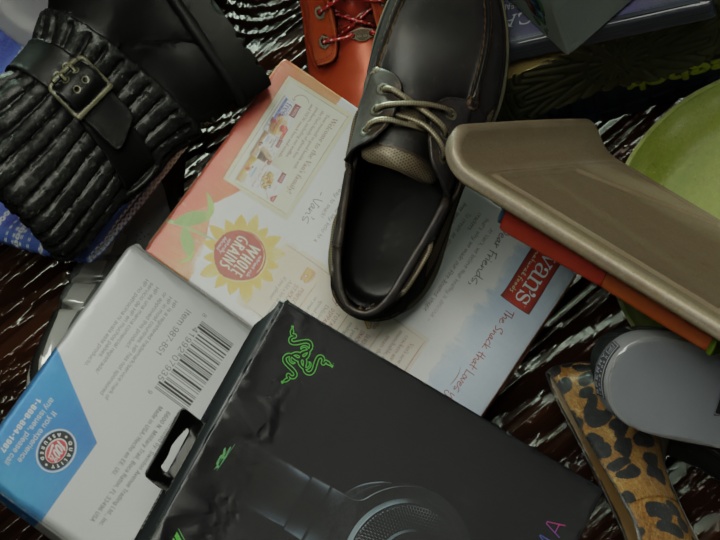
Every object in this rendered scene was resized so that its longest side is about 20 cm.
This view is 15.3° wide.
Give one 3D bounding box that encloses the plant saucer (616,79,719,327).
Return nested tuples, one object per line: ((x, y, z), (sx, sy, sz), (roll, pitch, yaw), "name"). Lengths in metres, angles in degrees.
((0.233, -0.015, 1.458), (0.199, 0.031, 0.201), (-4, 67, 10), "plant saucer")

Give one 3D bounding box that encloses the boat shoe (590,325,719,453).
((0.210, 0.071, 1.376), (0.199, 0.057, 0.069), (20, 98, -11), "boat shoe")

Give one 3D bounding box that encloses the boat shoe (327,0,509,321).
((0.030, -0.065, 1.365), (0.074, 0.073, 0.201), (12, 105, 3), "boat shoe")

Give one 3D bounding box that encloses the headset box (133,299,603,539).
((-0.013, 0.134, 1.323), (0.199, 0.093, 0.175), (31, 77, -5), "headset box")

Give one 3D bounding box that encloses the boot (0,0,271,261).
((-0.165, -0.128, 1.415), (0.158, 0.079, 0.212), (-37, 89, -3), "boot")

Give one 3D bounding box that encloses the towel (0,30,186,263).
((-0.177, -0.077, 1.523), (0.199, 0.024, 0.145), (14, 60, 44), "towel")

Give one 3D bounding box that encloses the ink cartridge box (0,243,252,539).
((-0.084, 0.106, 1.405), (0.200, 0.084, 0.145), (36, 77, -3), "ink cartridge box")

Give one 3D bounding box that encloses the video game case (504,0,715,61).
((0.105, -0.208, 1.428), (0.142, 0.019, 0.201), (-11, 64, 12), "video game case")

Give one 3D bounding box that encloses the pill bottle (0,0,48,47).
((-0.129, -0.217, 1.552), (0.112, 0.113, 0.200), (33, 55, 22), "pill bottle")

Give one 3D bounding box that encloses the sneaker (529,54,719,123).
((0.151, -0.138, 1.507), (0.199, 0.074, 0.083), (-11, 63, -1), "sneaker")

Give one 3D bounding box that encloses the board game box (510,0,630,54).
((0.094, -0.232, 1.398), (0.147, 0.064, 0.200), (-41, 60, -5), "board game box")

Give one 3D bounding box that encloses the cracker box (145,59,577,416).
((0.000, 0.000, 1.454), (0.199, 0.058, 0.134), (35, 76, 3), "cracker box")

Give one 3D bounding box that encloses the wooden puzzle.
((0.152, -0.009, 1.369), (0.200, 0.185, 0.037), (37, 110, 21), "wooden puzzle")

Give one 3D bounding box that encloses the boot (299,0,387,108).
((-0.006, -0.144, 1.523), (0.075, 0.107, 0.201), (-15, 67, 3), "boot")

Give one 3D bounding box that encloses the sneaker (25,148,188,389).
((-0.104, 0.013, 1.506), (0.115, 0.075, 0.201), (21, 66, 0), "sneaker")

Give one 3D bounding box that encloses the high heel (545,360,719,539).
((0.123, 0.141, 1.387), (0.142, 0.072, 0.200), (28, 59, 15), "high heel")

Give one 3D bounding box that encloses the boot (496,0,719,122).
((0.103, -0.192, 1.464), (0.174, 0.066, 0.201), (-17, 61, -3), "boot")
